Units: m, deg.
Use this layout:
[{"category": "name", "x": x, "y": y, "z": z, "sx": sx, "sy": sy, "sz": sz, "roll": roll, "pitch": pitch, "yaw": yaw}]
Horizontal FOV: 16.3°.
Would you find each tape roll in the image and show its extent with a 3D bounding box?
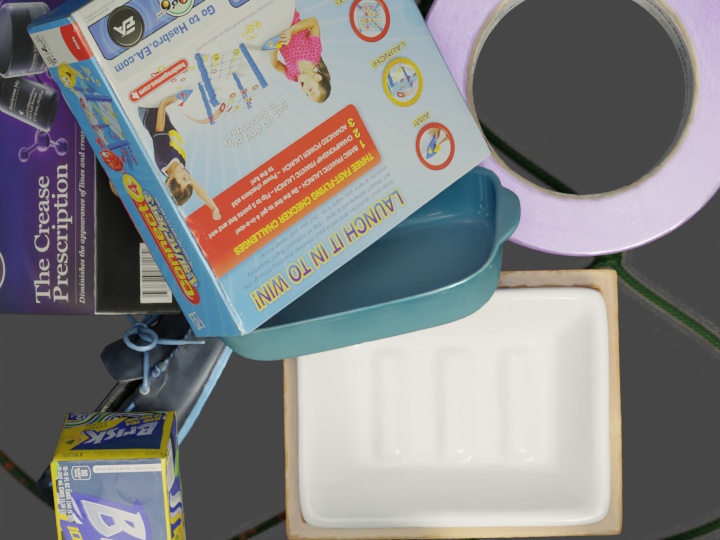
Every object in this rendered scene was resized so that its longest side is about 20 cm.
[{"category": "tape roll", "x": 0.131, "y": -0.109, "z": 1.504, "sx": 0.200, "sy": 0.066, "sz": 0.200, "roll": 0, "pitch": 89, "yaw": 2}]

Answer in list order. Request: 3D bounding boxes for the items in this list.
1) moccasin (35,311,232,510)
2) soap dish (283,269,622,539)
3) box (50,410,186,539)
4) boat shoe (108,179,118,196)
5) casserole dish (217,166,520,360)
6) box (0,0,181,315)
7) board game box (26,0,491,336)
[{"category": "moccasin", "x": -0.128, "y": 0.067, "z": 1.513, "sx": 0.068, "sy": 0.080, "sz": 0.200, "roll": 29, "pitch": 90, "yaw": -10}, {"category": "soap dish", "x": 0.055, "y": 0.080, "z": 1.506, "sx": 0.200, "sy": 0.081, "sz": 0.158, "roll": -1, "pitch": 90, "yaw": 3}, {"category": "box", "x": -0.138, "y": 0.185, "z": 1.488, "sx": 0.070, "sy": 0.064, "sz": 0.200, "roll": -2, "pitch": 113, "yaw": 2}, {"category": "boat shoe", "x": -0.050, "y": -0.063, "z": 1.460, "sx": 0.069, "sy": 0.200, "sz": 0.074, "roll": 32, "pitch": 126, "yaw": 37}, {"category": "casserole dish", "x": 0.000, "y": 0.000, "z": 1.441, "sx": 0.200, "sy": 0.121, "sz": 0.039, "roll": -12, "pitch": 125, "yaw": 14}, {"category": "box", "x": -0.181, "y": -0.074, "z": 1.488, "sx": 0.141, "sy": 0.079, "sz": 0.200, "roll": -1, "pitch": 90, "yaw": 40}, {"category": "board game box", "x": -0.051, "y": -0.097, "z": 1.378, "sx": 0.200, "sy": 0.056, "sz": 0.196, "roll": -36, "pitch": 107, "yaw": -30}]
